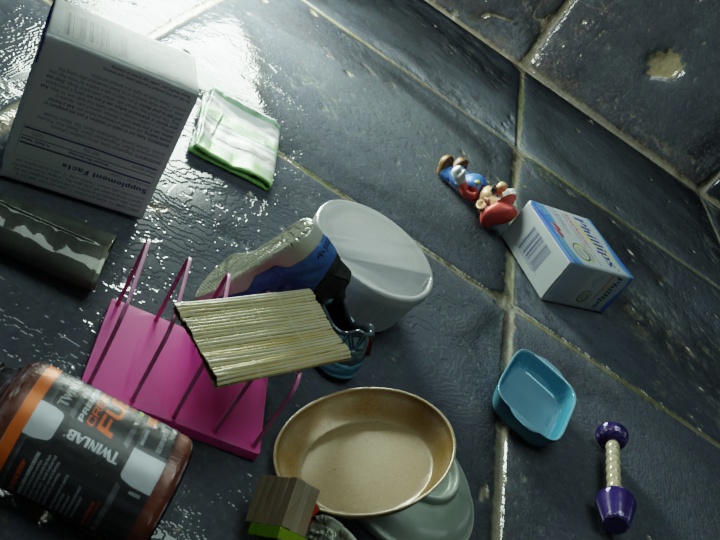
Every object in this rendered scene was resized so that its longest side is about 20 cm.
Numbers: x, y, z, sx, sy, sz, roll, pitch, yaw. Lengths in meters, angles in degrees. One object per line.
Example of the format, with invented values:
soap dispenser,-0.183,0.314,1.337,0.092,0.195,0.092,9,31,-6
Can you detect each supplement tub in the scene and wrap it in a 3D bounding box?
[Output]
supplement tub,-0.251,0.149,0.675,0.198,0.107,0.107,30,31,-11

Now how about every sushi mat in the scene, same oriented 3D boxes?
sushi mat,-0.092,0.063,0.799,0.199,0.012,0.096,-5,52,-53

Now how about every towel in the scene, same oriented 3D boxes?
towel,-0.200,-0.223,1.310,0.148,0.031,0.201,24,33,-19

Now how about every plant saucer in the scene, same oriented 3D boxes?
plant saucer,0.061,0.236,0.931,0.198,0.050,0.201,26,33,-18
plant saucer,0.005,0.202,0.860,0.197,0.036,0.201,-3,29,2

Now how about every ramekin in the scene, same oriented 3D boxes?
ramekin,0.000,0.000,1.147,0.200,0.095,0.204,26,31,-17

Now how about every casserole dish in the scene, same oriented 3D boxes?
casserole dish,0.260,0.195,1.201,0.121,0.039,0.200,41,31,7

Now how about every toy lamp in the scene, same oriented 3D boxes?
toy lamp,0.369,0.299,1.152,0.058,0.058,0.200,34,31,-3

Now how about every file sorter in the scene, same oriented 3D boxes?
file sorter,-0.168,0.078,0.838,0.198,0.126,0.140,25,32,-18

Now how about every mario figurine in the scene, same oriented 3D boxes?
mario figurine,0.254,-0.178,1.632,0.123,0.107,0.200,-30,56,-20

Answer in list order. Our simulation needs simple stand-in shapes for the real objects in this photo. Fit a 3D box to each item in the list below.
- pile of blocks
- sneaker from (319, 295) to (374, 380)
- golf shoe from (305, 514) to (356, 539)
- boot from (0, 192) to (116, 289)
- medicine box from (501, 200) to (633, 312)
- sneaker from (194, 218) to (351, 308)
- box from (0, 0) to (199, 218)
pile of blocks,-0.067,0.286,0.722,0.062,0.082,0.202,38,34,-35
sneaker,-0.059,0.042,1.026,0.200,0.096,0.079,41,28,7
golf shoe,0.009,0.328,0.755,0.201,0.078,0.097,55,10,29
boot,-0.374,-0.029,0.844,0.199,0.073,0.183,35,32,-16
medicine box,0.416,-0.027,1.599,0.198,0.103,0.183,11,39,-35
sneaker,-0.101,0.024,0.950,0.112,0.198,0.077,50,29,-24
box,-0.320,-0.193,0.977,0.182,0.201,0.106,17,33,-28
